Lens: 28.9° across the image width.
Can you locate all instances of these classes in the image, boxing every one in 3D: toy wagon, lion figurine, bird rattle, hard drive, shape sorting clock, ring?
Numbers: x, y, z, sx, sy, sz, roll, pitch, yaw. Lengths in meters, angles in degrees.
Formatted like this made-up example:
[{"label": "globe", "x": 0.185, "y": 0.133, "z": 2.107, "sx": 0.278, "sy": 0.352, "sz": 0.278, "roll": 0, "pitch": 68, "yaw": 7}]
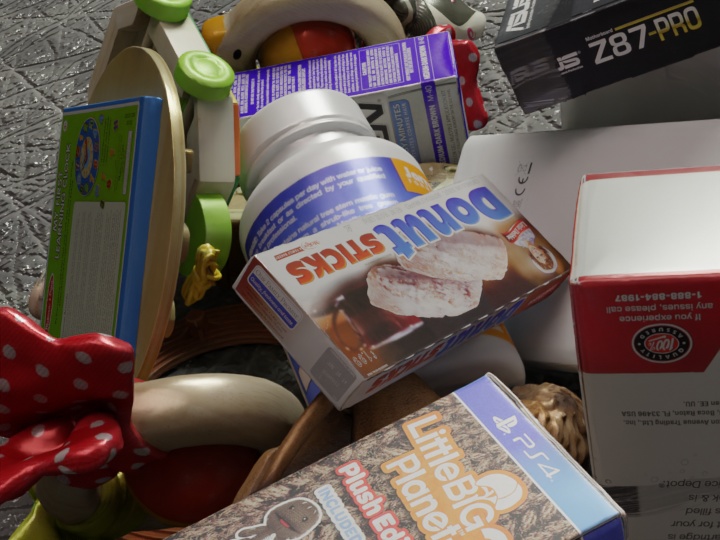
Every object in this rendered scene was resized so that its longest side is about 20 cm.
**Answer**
[{"label": "toy wagon", "x": -0.111, "y": -0.062, "z": 0.798, "sx": 0.039, "sy": 0.156, "sz": 0.201, "roll": -3, "pitch": 47, "yaw": -33}, {"label": "lion figurine", "x": 0.033, "y": 0.087, "z": 0.643, "sx": 0.072, "sy": 0.200, "sz": 0.123, "roll": 22, "pitch": 83, "yaw": 44}, {"label": "bird rattle", "x": -0.104, "y": 0.082, "z": 0.651, "sx": 0.162, "sy": 0.201, "sz": 0.113, "roll": -8, "pitch": 53, "yaw": -18}, {"label": "hard drive", "x": 0.113, "y": -0.012, "z": 0.746, "sx": 0.199, "sy": 0.026, "sz": 0.133, "roll": 3, "pitch": 73, "yaw": 52}, {"label": "bird rattle", "x": -0.020, "y": -0.129, "z": 0.948, "sx": 0.199, "sy": 0.163, "sz": 0.113, "roll": -11, "pitch": 54, "yaw": 19}, {"label": "shape sorting clock", "x": -0.130, "y": -0.019, "z": 0.753, "sx": 0.039, "sy": 0.201, "sz": 0.200, "roll": 6, "pitch": 26, "yaw": -31}, {"label": "ring", "x": -0.079, "y": 0.080, "z": 0.802, "sx": 0.199, "sy": 0.019, "sz": 0.201, "roll": -9, "pitch": 37, "yaw": 7}]

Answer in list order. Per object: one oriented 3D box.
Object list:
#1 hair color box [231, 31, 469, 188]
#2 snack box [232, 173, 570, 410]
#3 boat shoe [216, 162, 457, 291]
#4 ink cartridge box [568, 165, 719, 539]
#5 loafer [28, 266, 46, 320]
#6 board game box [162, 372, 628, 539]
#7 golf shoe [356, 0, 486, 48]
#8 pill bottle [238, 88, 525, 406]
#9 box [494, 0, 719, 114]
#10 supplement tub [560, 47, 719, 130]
[{"label": "hair color box", "x": -0.028, "y": -0.077, "z": 0.911, "sx": 0.198, "sy": 0.110, "sz": 0.065, "roll": -10, "pitch": 39, "yaw": 6}, {"label": "snack box", "x": 0.027, "y": 0.004, "z": 0.652, "sx": 0.072, "sy": 0.024, "sz": 0.200, "roll": 47, "pitch": 33, "yaw": 14}, {"label": "boat shoe", "x": -0.027, "y": -0.030, "z": 0.877, "sx": 0.198, "sy": 0.074, "sz": 0.063, "roll": -1, "pitch": 52, "yaw": 1}, {"label": "ink cartridge box", "x": 0.172, "y": 0.059, "z": 0.598, "sx": 0.143, "sy": 0.201, "sz": 0.084, "roll": -3, "pitch": 34, "yaw": 14}, {"label": "loafer", "x": -0.162, "y": -0.040, "z": 0.945, "sx": 0.062, "sy": 0.072, "sz": 0.201, "roll": -4, "pitch": 40, "yaw": 25}, {"label": "board game box", "x": 0.002, "y": 0.164, "z": 0.549, "sx": 0.199, "sy": 0.160, "sz": 0.097, "roll": -24, "pitch": 38, "yaw": -15}, {"label": "golf shoe", "x": 0.026, "y": -0.221, "z": 1.128, "sx": 0.087, "sy": 0.078, "sz": 0.200, "roll": -4, "pitch": 35, "yaw": -21}, {"label": "pill bottle", "x": 0.000, "y": 0.000, "z": 0.754, "sx": 0.111, "sy": 0.112, "sz": 0.201, "roll": -20, "pitch": 58, "yaw": -8}, {"label": "box", "x": 0.167, "y": -0.174, "z": 0.782, "sx": 0.160, "sy": 0.049, "sz": 0.200, "roll": -18, "pitch": 28, "yaw": 26}, {"label": "supplement tub", "x": 0.223, "y": -0.140, "z": 0.883, "sx": 0.143, "sy": 0.145, "sz": 0.200, "roll": 9, "pitch": 43, "yaw": 28}]
